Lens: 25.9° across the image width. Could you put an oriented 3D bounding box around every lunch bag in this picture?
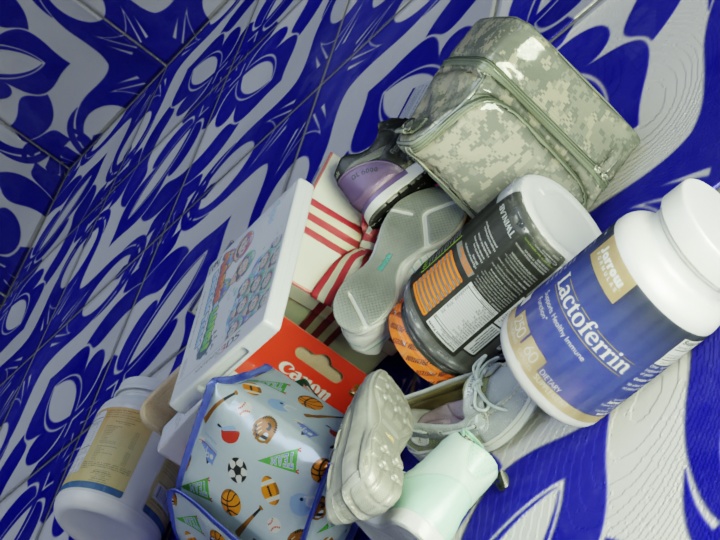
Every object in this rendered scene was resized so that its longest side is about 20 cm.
[{"bbox_3d":[0.148,-0.123,1.524,0.168,0.200,0.139,-49,21,-5],"label":"lunch bag"},{"bbox_3d":[-0.091,0.222,1.514,0.123,0.170,0.201,-9,-55,-54],"label":"lunch bag"}]

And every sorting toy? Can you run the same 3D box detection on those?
[{"bbox_3d":[-0.112,0.140,1.700,0.200,0.185,0.037,-44,21,22],"label":"sorting toy"}]

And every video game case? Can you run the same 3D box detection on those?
[{"bbox_3d":[-0.120,0.025,1.584,0.182,0.024,0.201,-41,26,40],"label":"video game case"}]

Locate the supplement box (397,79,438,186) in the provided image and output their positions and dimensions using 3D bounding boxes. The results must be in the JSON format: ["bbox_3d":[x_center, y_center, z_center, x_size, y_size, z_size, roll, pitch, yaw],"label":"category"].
[{"bbox_3d":[0.125,-0.164,1.786,0.200,0.101,0.104,-17,41,61],"label":"supplement box"}]

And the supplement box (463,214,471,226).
[{"bbox_3d":[0.136,-0.051,1.626,0.069,0.066,0.201,-35,27,43],"label":"supplement box"}]

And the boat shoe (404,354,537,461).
[{"bbox_3d":[0.094,0.124,1.433,0.202,0.065,0.075,-28,32,53],"label":"boat shoe"}]

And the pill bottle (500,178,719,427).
[{"bbox_3d":[0.215,0.025,1.239,0.200,0.115,0.116,-43,22,29],"label":"pill bottle"}]

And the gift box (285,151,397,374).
[{"bbox_3d":[0.000,0.000,1.699,0.187,0.199,0.186,129,164,-63],"label":"gift box"}]

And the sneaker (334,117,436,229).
[{"bbox_3d":[0.063,-0.136,1.617,0.199,0.088,0.076,-36,-18,-14],"label":"sneaker"}]

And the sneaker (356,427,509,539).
[{"bbox_3d":[0.060,0.199,1.398,0.118,0.074,0.200,-47,9,-18],"label":"sneaker"}]

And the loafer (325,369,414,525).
[{"bbox_3d":[0.003,0.154,1.388,0.070,0.070,0.200,-33,15,20],"label":"loafer"}]

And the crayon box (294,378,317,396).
[{"bbox_3d":[-0.092,0.225,1.612,0.200,0.127,0.051,-47,-15,23],"label":"crayon box"}]

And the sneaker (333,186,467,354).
[{"bbox_3d":[0.041,-0.002,1.574,0.201,0.070,0.080,-51,-27,-22],"label":"sneaker"}]

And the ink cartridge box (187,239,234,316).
[{"bbox_3d":[-0.100,0.060,1.790,0.100,0.200,0.039,-57,20,-14],"label":"ink cartridge box"}]

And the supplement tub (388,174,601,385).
[{"bbox_3d":[0.125,0.015,1.459,0.200,0.122,0.123,-43,22,31],"label":"supplement tub"}]

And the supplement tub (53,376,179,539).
[{"bbox_3d":[-0.292,0.252,2.005,0.144,0.144,0.201,-30,30,49],"label":"supplement tub"}]

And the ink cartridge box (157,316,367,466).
[{"bbox_3d":[-0.094,0.161,1.663,0.200,0.162,0.057,-44,22,27],"label":"ink cartridge box"}]
